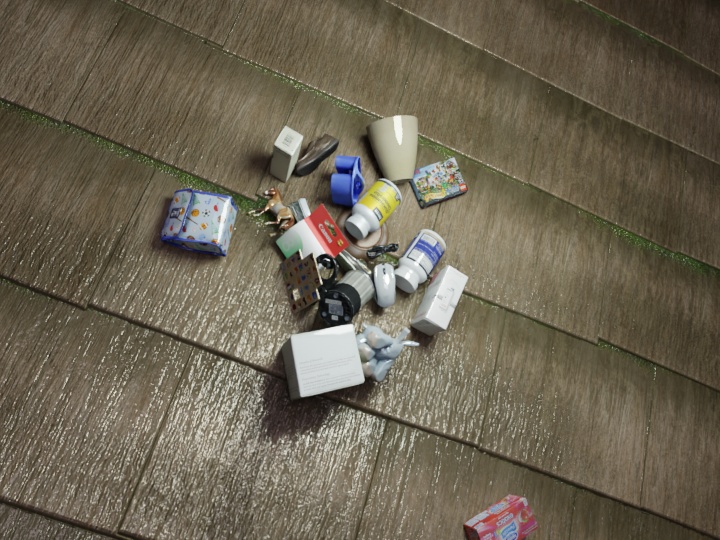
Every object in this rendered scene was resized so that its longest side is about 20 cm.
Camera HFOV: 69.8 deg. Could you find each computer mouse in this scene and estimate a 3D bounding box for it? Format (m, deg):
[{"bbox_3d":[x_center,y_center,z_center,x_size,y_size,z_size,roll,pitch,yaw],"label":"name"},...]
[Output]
[{"bbox_3d":[0.079,0.017,1.663,0.107,0.044,0.205,-6,88,-5],"label":"computer mouse"}]

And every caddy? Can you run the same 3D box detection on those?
[{"bbox_3d":[-0.034,-0.295,1.716,0.103,0.200,0.144,10,74,5],"label":"caddy"}]

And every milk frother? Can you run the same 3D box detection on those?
[{"bbox_3d":[-0.056,0.035,1.584,0.178,0.203,0.188,25,26,11],"label":"milk frother"}]

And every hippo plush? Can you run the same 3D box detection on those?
[{"bbox_3d":[0.039,0.219,1.594,0.200,0.160,0.160,-44,126,-8],"label":"hippo plush"}]

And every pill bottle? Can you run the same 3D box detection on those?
[{"bbox_3d":[0.195,-0.031,1.744,0.115,0.116,0.201,39,69,-2],"label":"pill bottle"},{"bbox_3d":[0.040,-0.200,1.711,0.112,0.112,0.201,41,68,-1],"label":"pill bottle"}]

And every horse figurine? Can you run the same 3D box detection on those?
[{"bbox_3d":[-0.274,-0.184,1.667,0.131,0.050,0.199,-33,55,-25],"label":"horse figurine"}]

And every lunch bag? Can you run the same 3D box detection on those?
[{"bbox_3d":[-0.499,-0.151,1.584,0.195,0.124,0.174,10,72,2],"label":"lunch bag"}]

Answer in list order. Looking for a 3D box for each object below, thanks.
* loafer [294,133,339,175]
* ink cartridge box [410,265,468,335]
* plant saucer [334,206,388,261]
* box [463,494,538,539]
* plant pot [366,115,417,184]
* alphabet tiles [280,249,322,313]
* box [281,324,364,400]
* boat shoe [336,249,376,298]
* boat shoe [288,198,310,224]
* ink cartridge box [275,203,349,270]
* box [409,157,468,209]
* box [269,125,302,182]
[{"bbox_3d":[-0.160,-0.402,1.777,0.071,0.073,0.200,42,62,8],"label":"loafer"},{"bbox_3d":[0.259,0.103,1.707,0.082,0.147,0.203,30,70,-5],"label":"ink cartridge box"},{"bbox_3d":[0.008,-0.134,1.763,0.196,0.037,0.205,4,73,-14],"label":"plant saucer"},{"bbox_3d":[0.432,0.788,1.592,0.197,0.100,0.097,-21,81,-20],"label":"box"},{"bbox_3d":[0.123,-0.413,1.810,0.183,0.187,0.205,-8,91,-17],"label":"plant pot"},{"bbox_3d":[-0.180,0.025,1.584,0.007,0.199,0.171,-7,76,-38],"label":"alphabet tiles"},{"bbox_3d":[-0.117,0.274,1.528,0.196,0.199,0.175,-9,77,-19],"label":"box"},{"bbox_3d":[0.000,0.000,1.706,0.201,0.072,0.061,47,70,-8],"label":"boat shoe"},{"bbox_3d":[-0.183,-0.136,1.700,0.070,0.072,0.204,-20,76,-3],"label":"boat shoe"},{"bbox_3d":[-0.154,-0.085,1.631,0.162,0.199,0.050,55,29,5],"label":"ink cartridge box"},{"bbox_3d":[0.283,-0.321,1.889,0.197,0.038,0.139,-20,81,-20],"label":"box"},{"bbox_3d":[-0.242,-0.372,1.670,0.067,0.200,0.083,29,68,-5],"label":"box"}]
